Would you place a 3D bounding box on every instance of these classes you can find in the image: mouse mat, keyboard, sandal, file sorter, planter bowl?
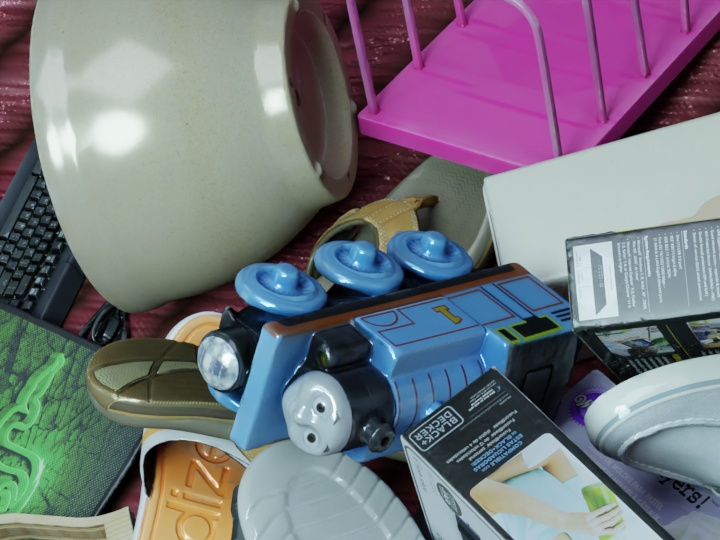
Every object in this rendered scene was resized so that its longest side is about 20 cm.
[{"bbox_3d":[-0.212,0.117,1.673,0.161,0.008,0.200,21,72,32],"label":"mouse mat"},{"bbox_3d":[-0.174,-0.008,1.761,0.127,0.021,0.200,8,58,26],"label":"keyboard"},{"bbox_3d":[-0.046,0.078,1.530,0.200,0.054,0.080,7,27,-18],"label":"sandal"},{"bbox_3d":[0.009,0.168,1.454,0.082,0.050,0.203,-29,64,-30],"label":"sandal"},{"bbox_3d":[-0.078,0.112,1.565,0.079,0.059,0.207,11,64,-5],"label":"sandal"},{"bbox_3d":[0.102,-0.164,1.677,0.139,0.125,0.200,18,47,31],"label":"file sorter"},{"bbox_3d":[-0.082,-0.086,1.661,0.135,0.200,0.200,-11,51,18],"label":"planter bowl"},{"bbox_3d":[0.000,0.000,1.656,0.200,0.054,0.080,-39,51,-11],"label":"sandal"}]

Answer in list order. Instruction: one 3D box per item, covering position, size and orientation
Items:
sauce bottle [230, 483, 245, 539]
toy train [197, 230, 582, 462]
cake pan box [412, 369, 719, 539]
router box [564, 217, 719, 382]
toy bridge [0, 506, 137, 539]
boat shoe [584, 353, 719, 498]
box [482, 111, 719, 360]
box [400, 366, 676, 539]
[{"bbox_3d":[-0.053,0.206,1.497,0.065,0.065,0.200,-1,67,20],"label":"sauce bottle"},{"bbox_3d":[0.015,0.041,1.475,0.200,0.087,0.114,-13,38,-45],"label":"toy train"},{"bbox_3d":[0.115,0.166,1.490,0.184,0.052,0.200,-37,54,-14],"label":"cake pan box"},{"bbox_3d":[0.195,0.021,1.483,0.149,0.200,0.051,-7,74,14],"label":"router box"},{"bbox_3d":[-0.210,0.171,1.618,0.200,0.027,0.067,-23,51,9],"label":"toy bridge"},{"bbox_3d":[0.209,0.087,1.458,0.201,0.070,0.072,2,52,-21],"label":"boat shoe"},{"bbox_3d":[0.175,-0.023,1.591,0.200,0.095,0.078,-16,57,10],"label":"box"},{"bbox_3d":[0.110,0.150,1.401,0.060,0.117,0.200,-36,53,-14],"label":"box"}]
